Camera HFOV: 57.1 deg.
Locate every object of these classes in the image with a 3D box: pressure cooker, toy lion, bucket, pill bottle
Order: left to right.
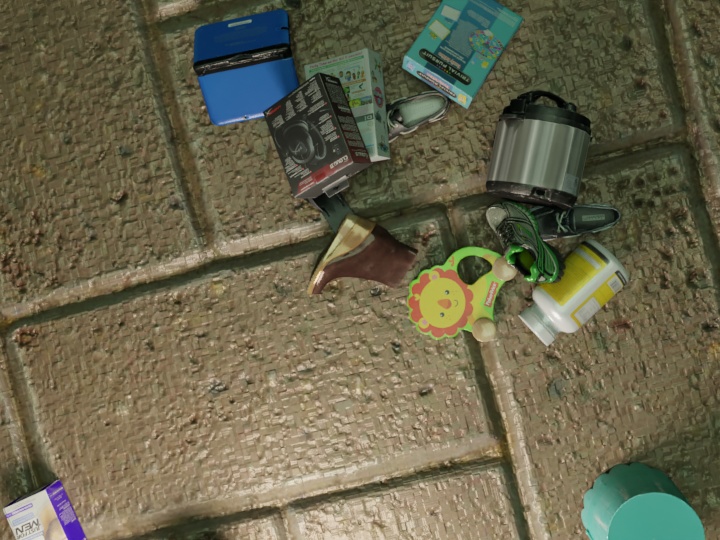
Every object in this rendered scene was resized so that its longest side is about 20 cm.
[{"bbox_3d":[0.193,0.044,1.308,0.190,0.069,0.202,20,94,12],"label":"toy lion"},{"bbox_3d":[0.332,-0.224,1.218,0.177,0.176,0.203,12,94,11],"label":"pressure cooker"},{"bbox_3d":[0.400,0.045,1.258,0.200,0.112,0.112,-44,88,6],"label":"pill bottle"},{"bbox_3d":[0.537,0.484,1.253,0.204,0.135,0.210,0,93,5],"label":"bucket"}]

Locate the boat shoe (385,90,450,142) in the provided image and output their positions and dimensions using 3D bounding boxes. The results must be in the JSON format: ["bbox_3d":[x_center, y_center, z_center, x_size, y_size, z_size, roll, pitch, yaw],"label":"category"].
[{"bbox_3d":[0.081,-0.300,1.298,0.198,0.060,0.075,-15,93,6],"label":"boat shoe"}]

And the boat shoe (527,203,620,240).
[{"bbox_3d":[0.397,-0.094,1.273,0.197,0.068,0.073,-3,92,8],"label":"boat shoe"}]

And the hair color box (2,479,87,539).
[{"bbox_3d":[-0.659,0.565,1.406,0.108,0.065,0.202,-25,92,5],"label":"hair color box"}]

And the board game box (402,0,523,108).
[{"bbox_3d":[0.195,-0.434,1.261,0.150,0.047,0.201,33,78,3],"label":"board game box"}]

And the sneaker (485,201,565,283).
[{"bbox_3d":[0.296,-0.058,1.237,0.201,0.084,0.078,57,136,35],"label":"sneaker"}]

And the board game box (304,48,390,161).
[{"bbox_3d":[-0.025,-0.308,1.280,0.146,0.064,0.203,-4,93,30],"label":"board game box"}]

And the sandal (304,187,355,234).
[{"bbox_3d":[-0.069,-0.145,1.328,0.076,0.043,0.200,-43,88,6],"label":"sandal"}]

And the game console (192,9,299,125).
[{"bbox_3d":[-0.226,-0.412,1.343,0.197,0.119,0.172,-9,61,5],"label":"game console"}]

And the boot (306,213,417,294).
[{"bbox_3d":[0.000,0.000,1.316,0.165,0.073,0.201,30,112,-11],"label":"boot"}]

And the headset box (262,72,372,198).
[{"bbox_3d":[-0.078,-0.240,1.238,0.148,0.077,0.202,-26,82,31],"label":"headset box"}]
